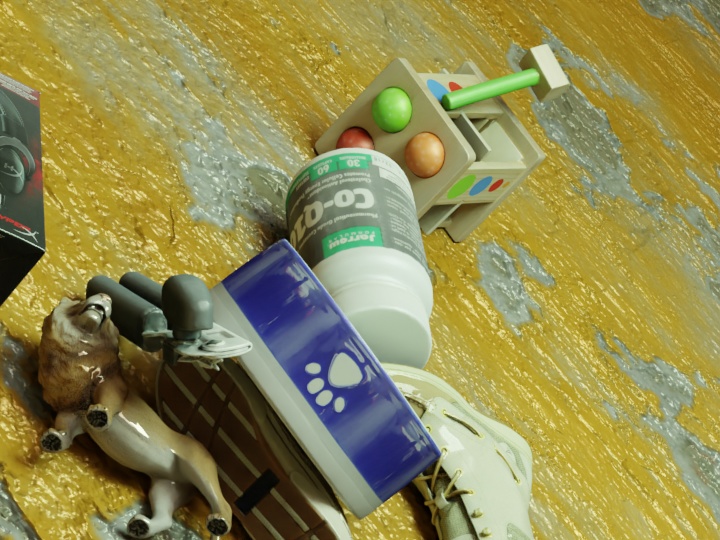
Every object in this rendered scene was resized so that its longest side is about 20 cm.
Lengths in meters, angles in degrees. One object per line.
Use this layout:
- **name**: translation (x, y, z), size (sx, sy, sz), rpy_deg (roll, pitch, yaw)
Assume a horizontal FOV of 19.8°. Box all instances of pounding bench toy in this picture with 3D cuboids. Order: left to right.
- **pounding bench toy**: translation (0.083, -0.135, 1.906), size (0.156, 0.200, 0.125), rpy_deg (-4, 54, -56)

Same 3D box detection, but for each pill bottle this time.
- **pill bottle**: translation (0.000, 0.000, 1.701), size (0.113, 0.113, 0.201), rpy_deg (28, 31, -28)

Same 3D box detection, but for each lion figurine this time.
- **lion figurine**: translation (-0.152, 0.112, 1.406), size (0.200, 0.072, 0.123), rpy_deg (53, 15, -15)

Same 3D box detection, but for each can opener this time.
- **can opener**: translation (-0.135, 0.026, 1.436), size (0.052, 0.067, 0.200), rpy_deg (-5, 11, -28)

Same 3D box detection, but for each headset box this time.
- **headset box**: translation (-0.303, -0.085, 1.447), size (0.148, 0.077, 0.201), rpy_deg (27, 34, -30)

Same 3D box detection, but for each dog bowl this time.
- **dog bowl**: translation (-0.029, 0.078, 1.495), size (0.200, 0.079, 0.200), rpy_deg (53, -3, 4)

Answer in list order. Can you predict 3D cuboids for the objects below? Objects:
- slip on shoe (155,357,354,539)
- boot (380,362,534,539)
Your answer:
- **slip on shoe**: translation (-0.071, 0.136, 1.463), size (0.200, 0.076, 0.061), rpy_deg (49, 14, 10)
- **boot**: translation (0.063, 0.167, 1.608), size (0.199, 0.072, 0.155), rpy_deg (30, 33, -27)
